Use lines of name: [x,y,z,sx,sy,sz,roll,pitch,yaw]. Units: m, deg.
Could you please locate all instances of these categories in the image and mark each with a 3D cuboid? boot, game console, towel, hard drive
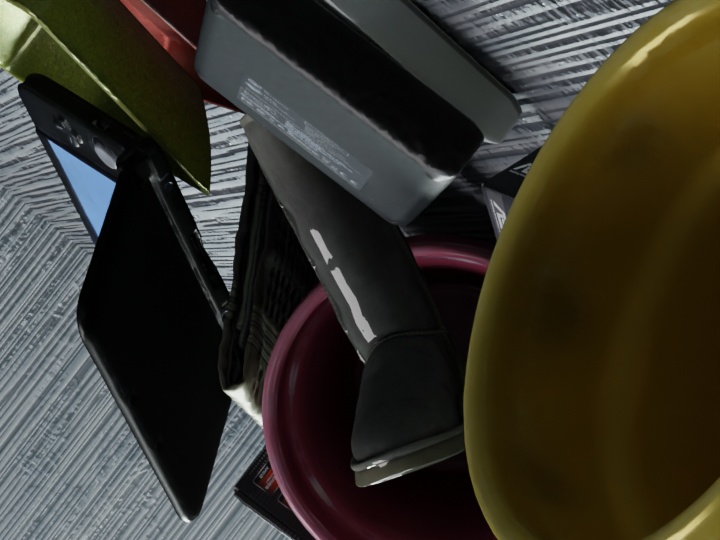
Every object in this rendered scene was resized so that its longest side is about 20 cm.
boot: [-0.002,0.001,1.524,0.182,0.072,0.200,-69,-40,-78]
game console: [-0.143,0.015,1.668,0.176,0.116,0.200,32,156,37]
towel: [-0.043,0.011,1.752,0.034,0.193,0.200,4,160,16]
hard drive: [-0.013,-0.117,1.408,0.132,0.027,0.200,40,172,-21]
hard drive: [-0.016,-0.082,1.399,0.139,0.033,0.200,38,173,-1]

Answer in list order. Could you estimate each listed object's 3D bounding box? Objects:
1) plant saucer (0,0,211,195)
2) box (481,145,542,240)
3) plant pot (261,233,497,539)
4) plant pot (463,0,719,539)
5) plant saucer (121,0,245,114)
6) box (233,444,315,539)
plant saucer: [-0.180,-0.145,1.646,0.200,0.048,0.200,31,170,38]
box: [0.140,0.054,1.346,0.161,0.049,0.200,28,142,53]
plant pot: [0.048,0.073,1.707,0.200,0.200,0.179,37,-173,-1]
plant pot: [0.165,0.032,0.937,0.189,0.201,0.201,23,179,-25]
plant saucer: [-0.141,-0.168,1.648,0.200,0.037,0.200,40,172,-25]
box: [0.042,0.110,1.838,0.160,0.200,0.044,36,173,16]
